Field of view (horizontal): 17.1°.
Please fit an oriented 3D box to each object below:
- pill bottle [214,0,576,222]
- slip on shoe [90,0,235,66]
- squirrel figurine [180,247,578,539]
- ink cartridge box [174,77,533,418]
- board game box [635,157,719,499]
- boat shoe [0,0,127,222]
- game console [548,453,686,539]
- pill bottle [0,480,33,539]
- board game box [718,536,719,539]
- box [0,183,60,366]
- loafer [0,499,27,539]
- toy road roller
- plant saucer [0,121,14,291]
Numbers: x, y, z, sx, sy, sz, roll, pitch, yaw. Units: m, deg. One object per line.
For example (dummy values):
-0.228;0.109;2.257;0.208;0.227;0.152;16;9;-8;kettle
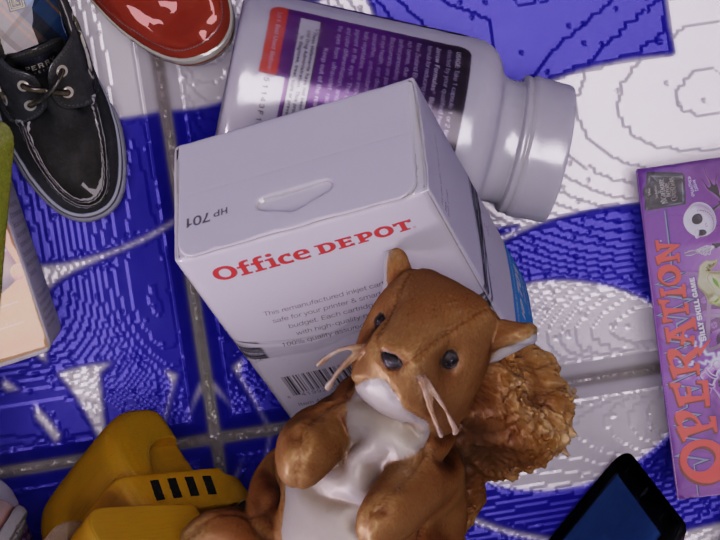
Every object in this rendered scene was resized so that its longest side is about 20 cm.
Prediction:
0.019;-0.089;1.390;0.199;0.111;0.112;12;93;-4;pill bottle
-0.146;-0.203;1.394;0.074;0.061;0.200;-35;94;1;slip on shoe
0.028;0.080;1.278;0.141;0.200;0.187;28;114;25;squirrel figurine
0.000;0.000;1.335;0.146;0.200;0.086;-14;50;14;ink cartridge box
0.236;0.031;1.427;0.119;0.032;0.201;-9;86;16;board game box
-0.190;-0.123;1.401;0.068;0.057;0.201;-20;95;-2;boat shoe
0.078;0.169;1.363;0.171;0.200;0.119;8;97;-4;game console
-0.237;0.189;1.391;0.112;0.112;0.201;-21;95;-2;pill bottle
0.338;0.134;1.460;0.199;0.041;0.200;20;92;-4;board game box
-0.276;-0.030;1.377;0.152;0.106;0.201;-19;95;-2;box
-0.246;0.201;1.281;0.063;0.072;0.201;25;62;2;loafer
-0.138;0.158;1.342;0.123;0.200;0.146;-51;61;25;toy road roller
-0.297;0.010;1.300;0.199;0.048;0.201;5;95;-4;plant saucer
